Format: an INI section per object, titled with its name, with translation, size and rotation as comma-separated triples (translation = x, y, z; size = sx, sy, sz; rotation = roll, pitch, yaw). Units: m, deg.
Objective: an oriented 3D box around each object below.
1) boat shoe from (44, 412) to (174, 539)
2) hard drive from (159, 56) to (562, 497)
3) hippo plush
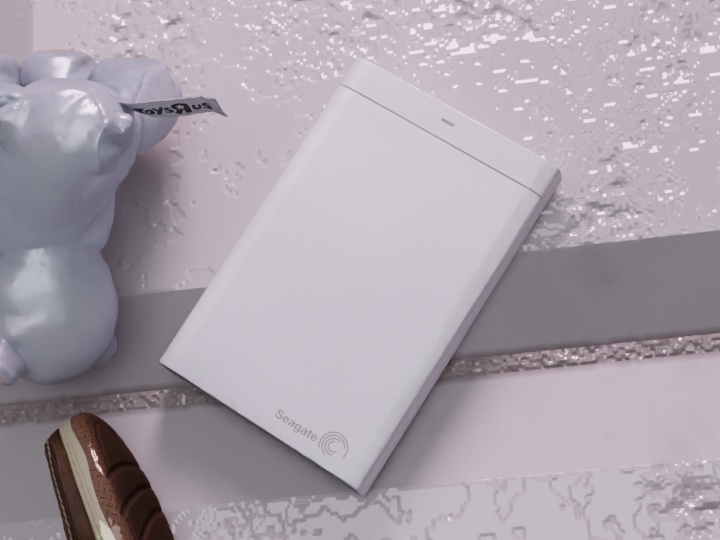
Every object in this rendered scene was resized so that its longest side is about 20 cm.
[boat shoe]
translation = -0.127, 0.174, 0.882
size = 0.074, 0.075, 0.203
rotation = -28, 72, 8
[hard drive]
translation = 0.000, 0.000, 0.930
size = 0.131, 0.027, 0.201
rotation = 30, 82, 17
[hippo plush]
translation = -0.158, -0.027, 0.929
size = 0.199, 0.159, 0.162
rotation = 12, 107, 29
